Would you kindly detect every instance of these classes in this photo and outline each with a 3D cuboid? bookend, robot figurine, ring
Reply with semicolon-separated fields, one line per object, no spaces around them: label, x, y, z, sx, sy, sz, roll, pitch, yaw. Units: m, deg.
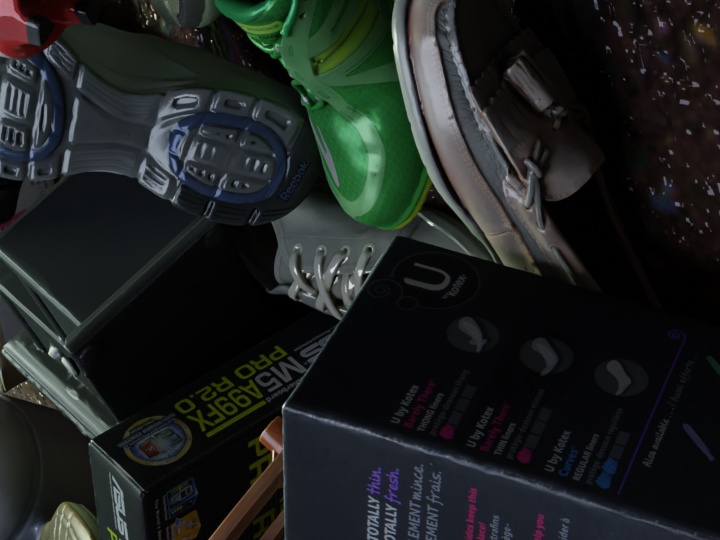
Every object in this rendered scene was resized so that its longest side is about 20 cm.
bookend;-0.132;0.014;0.970;0.198;0.092;0.200;37;163;34
robot figurine;-0.224;0.135;1.187;0.169;0.114;0.200;25;179;30
ring;-0.045;0.102;0.806;0.019;0.200;0.201;38;146;8

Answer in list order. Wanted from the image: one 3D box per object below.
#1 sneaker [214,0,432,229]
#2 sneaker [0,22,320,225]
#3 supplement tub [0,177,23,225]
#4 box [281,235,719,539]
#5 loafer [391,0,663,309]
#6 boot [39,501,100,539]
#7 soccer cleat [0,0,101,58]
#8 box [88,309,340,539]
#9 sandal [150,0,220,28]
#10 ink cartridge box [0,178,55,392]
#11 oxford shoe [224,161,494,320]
sneaker;-0.021;-0.105;0.774;0.074;0.083;0.201;19;131;48
sneaker;-0.113;-0.076;0.856;0.199;0.087;0.075;20;111;-4
supplement tub;-0.182;-0.125;0.914;0.107;0.106;0.201;31;116;40
box;0.082;0.086;0.691;0.199;0.106;0.123;16;132;16
loafer;0.076;-0.027;0.724;0.063;0.072;0.201;-4;120;39
boot;-0.094;0.170;1.038;0.200;0.153;0.073;149;127;-73
soccer cleat;-0.141;-0.183;0.755;0.085;0.069;0.201;19;116;24
box;-0.049;0.127;0.937;0.044;0.160;0.201;37;142;36
sandal;-0.078;-0.201;0.800;0.080;0.057;0.202;157;100;-77
ink cartridge box;-0.256;-0.048;1.184;0.164;0.075;0.201;26;135;42
oxford shoe;0.000;0.000;0.859;0.199;0.058;0.076;30;135;38
